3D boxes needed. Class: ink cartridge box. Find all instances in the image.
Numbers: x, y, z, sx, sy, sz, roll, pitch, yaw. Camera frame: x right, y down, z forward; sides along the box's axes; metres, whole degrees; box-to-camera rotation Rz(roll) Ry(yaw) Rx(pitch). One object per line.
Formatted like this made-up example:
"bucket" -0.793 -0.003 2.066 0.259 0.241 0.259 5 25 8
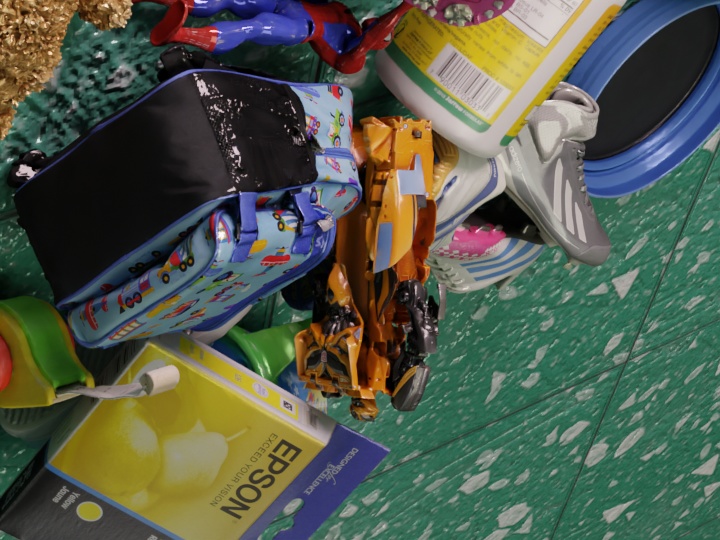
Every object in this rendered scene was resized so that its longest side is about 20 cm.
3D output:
"ink cartridge box" -0.115 0.150 1.152 0.200 0.047 0.198 32 116 -18

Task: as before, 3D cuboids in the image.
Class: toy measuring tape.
"toy measuring tape" -0.192 0.048 1.059 0.199 0.074 0.073 -7 170 42

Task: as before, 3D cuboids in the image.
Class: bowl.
"bowl" 0.240 -0.148 1.384 0.200 0.039 0.201 -28 146 -20

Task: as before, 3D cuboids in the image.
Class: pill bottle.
"pill bottle" 0.109 -0.184 1.125 0.200 0.113 0.113 -51 148 17

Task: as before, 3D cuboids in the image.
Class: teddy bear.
"teddy bear" -0.184 -0.138 0.904 0.200 0.067 0.145 -45 151 7

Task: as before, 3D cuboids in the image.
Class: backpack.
"backpack" -0.086 -0.043 1.043 0.182 0.135 0.200 -30 167 32

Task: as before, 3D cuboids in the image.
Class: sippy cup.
"sippy cup" -0.092 0.100 1.256 0.130 0.177 0.140 2 89 -62

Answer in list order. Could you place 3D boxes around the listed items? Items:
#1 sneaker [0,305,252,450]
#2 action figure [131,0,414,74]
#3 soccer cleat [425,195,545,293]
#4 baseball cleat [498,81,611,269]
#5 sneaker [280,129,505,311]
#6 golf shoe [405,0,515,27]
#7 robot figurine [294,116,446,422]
"sneaker" -0.156 0.061 1.186 0.199 0.074 0.082 -29 149 2
"action figure" -0.035 -0.171 1.025 0.200 0.065 0.099 3 137 -49
"soccer cleat" 0.077 -0.016 1.340 0.200 0.070 0.087 5 126 -51
"baseball cleat" 0.159 -0.077 1.308 0.106 0.070 0.200 -39 133 16
"sneaker" 0.023 -0.025 1.217 0.088 0.076 0.200 8 147 -42
"golf shoe" 0.014 -0.227 0.988 0.200 0.092 0.075 35 140 -28
"robot figurine" 0.000 0.000 1.124 0.058 0.145 0.201 4 89 -32
